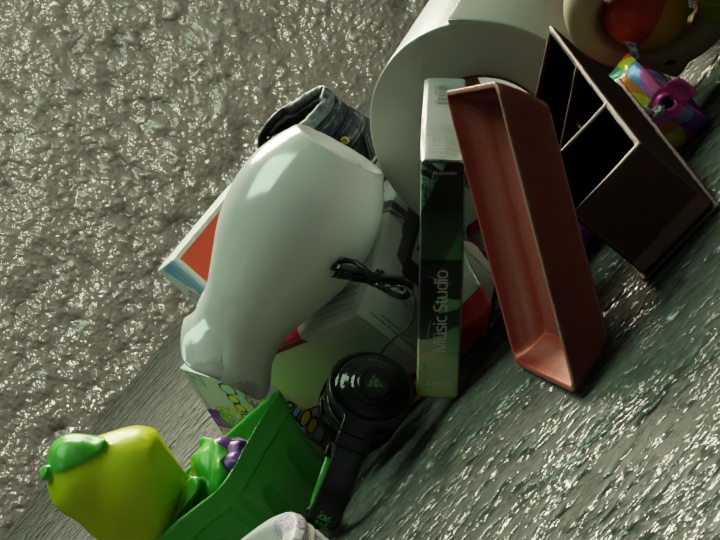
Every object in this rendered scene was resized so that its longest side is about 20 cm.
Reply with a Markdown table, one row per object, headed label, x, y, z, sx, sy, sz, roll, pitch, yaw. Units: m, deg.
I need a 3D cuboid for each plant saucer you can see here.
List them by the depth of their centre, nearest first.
| label | x | y | z | sx | sy | sz | roll | pitch | yaw |
| --- | --- | --- | --- | --- | --- | --- | --- | --- | --- |
| plant saucer | 0.112 | -0.029 | 1.469 | 0.037 | 0.201 | 0.200 | -16 | 4 | -6 |

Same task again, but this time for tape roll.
| label | x | y | z | sx | sy | sz | roll | pitch | yaw |
| --- | --- | --- | --- | --- | --- | --- | --- | --- | --- |
| tape roll | 0.122 | -0.137 | 1.777 | 0.203 | 0.203 | 0.139 | -43 | 9 | 35 |

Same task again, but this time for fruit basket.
| label | x | y | z | sx | sy | sz | roll | pitch | yaw |
| --- | --- | --- | --- | --- | --- | --- | --- | --- | --- |
| fruit basket | -0.152 | 0.177 | 1.768 | 0.216 | 0.215 | 0.156 | -42 | 10 | 40 |

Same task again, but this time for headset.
| label | x | y | z | sx | sy | sz | roll | pitch | yaw |
| --- | --- | --- | --- | --- | --- | --- | --- | --- | --- |
| headset | -0.010 | 0.094 | 1.681 | 0.124 | 0.094 | 0.201 | 117 | 174 | -78 |

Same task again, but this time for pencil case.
| label | x | y | z | sx | sy | sz | roll | pitch | yaw |
| --- | --- | --- | --- | --- | --- | --- | --- | --- | --- |
| pencil case | 0.168 | -0.073 | 1.648 | 0.200 | 0.088 | 0.088 | -49 | 8 | 11 |

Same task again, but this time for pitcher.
| label | x | y | z | sx | sy | sz | roll | pitch | yaw |
| --- | --- | --- | --- | --- | --- | --- | --- | --- | --- |
| pitcher | -0.071 | -0.018 | 1.775 | 0.200 | 0.121 | 0.172 | -60 | 22 | 10 |

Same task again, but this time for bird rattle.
| label | x | y | z | sx | sy | sz | roll | pitch | yaw |
| --- | --- | --- | --- | --- | --- | --- | --- | --- | --- |
| bird rattle | 0.218 | -0.205 | 1.629 | 0.163 | 0.199 | 0.113 | -55 | 38 | 43 |

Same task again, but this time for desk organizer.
| label | x | y | z | sx | sy | sz | roll | pitch | yaw |
| --- | --- | --- | --- | --- | --- | --- | --- | --- | --- |
| desk organizer | 0.162 | -0.085 | 1.511 | 0.072 | 0.077 | 0.200 | -46 | 29 | 13 |

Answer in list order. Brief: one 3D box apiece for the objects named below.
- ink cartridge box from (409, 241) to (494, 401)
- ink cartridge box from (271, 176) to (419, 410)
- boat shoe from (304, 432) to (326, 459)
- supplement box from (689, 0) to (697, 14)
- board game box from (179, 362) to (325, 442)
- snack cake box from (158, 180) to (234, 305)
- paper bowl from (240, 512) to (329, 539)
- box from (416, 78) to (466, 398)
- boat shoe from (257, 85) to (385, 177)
| label | x | y | z | sx | sy | sz | roll | pitch | yaw |
| --- | --- | --- | --- | --- | --- | --- | --- | --- | --- |
| ink cartridge box | 0.045 | 0.054 | 1.844 | 0.161 | 0.050 | 0.200 | -46 | 6 | 20 |
| ink cartridge box | 0.000 | 0.000 | 1.852 | 0.145 | 0.083 | 0.200 | -24 | 38 | 42 |
| boat shoe | -0.083 | 0.174 | 1.901 | 0.066 | 0.072 | 0.201 | -61 | 11 | -18 |
| supplement box | 0.242 | -0.305 | 1.787 | 0.200 | 0.197 | 0.133 | 148 | 136 | -71 |
| board game box | -0.050 | 0.058 | 1.994 | 0.103 | 0.105 | 0.200 | 14 | 55 | 39 |
| snack cake box | -0.079 | 0.019 | 2.114 | 0.115 | 0.200 | 0.067 | -51 | 8 | -19 |
| paper bowl | -0.068 | 0.249 | 1.310 | 0.201 | 0.104 | 0.201 | -48 | 7 | 8 |
| box | 0.061 | -0.025 | 1.674 | 0.144 | 0.036 | 0.201 | -84 | -7 | -61 |
| boat shoe | -0.068 | -0.072 | 1.853 | 0.200 | 0.091 | 0.071 | -40 | 28 | 22 |
